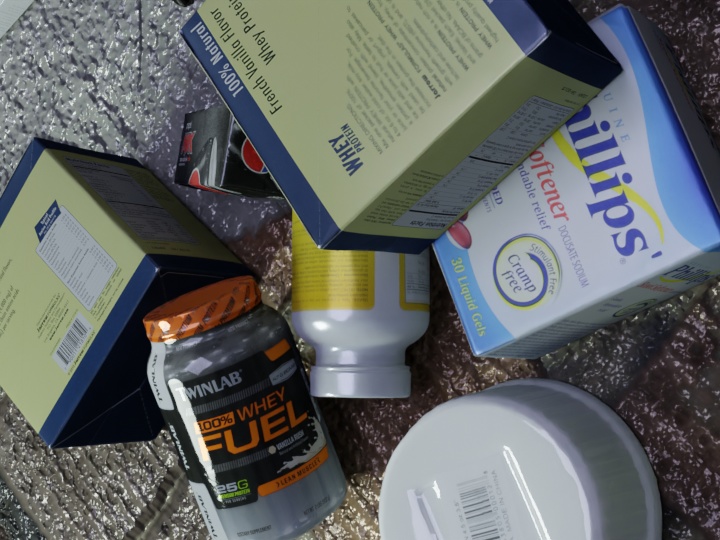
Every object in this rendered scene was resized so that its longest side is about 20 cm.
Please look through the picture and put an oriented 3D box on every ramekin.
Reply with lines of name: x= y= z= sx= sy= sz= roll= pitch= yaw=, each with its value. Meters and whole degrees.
ramekin: x=0.110 y=0.180 z=0.829 sx=0.200 sy=0.098 sz=0.202 roll=-3 pitch=85 yaw=33

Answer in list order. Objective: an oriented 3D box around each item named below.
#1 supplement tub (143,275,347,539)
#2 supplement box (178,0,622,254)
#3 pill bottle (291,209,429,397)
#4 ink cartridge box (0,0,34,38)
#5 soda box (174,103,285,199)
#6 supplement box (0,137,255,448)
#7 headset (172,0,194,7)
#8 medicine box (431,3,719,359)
supplement tub: x=-0.097 y=0.114 z=0.920 sx=0.122 sy=0.122 sz=0.201 roll=-14 pitch=102 yaw=32
supplement box: x=0.024 y=-0.148 z=0.762 sx=0.200 sy=0.134 sz=0.200 roll=-43 pitch=68 yaw=24
pill bottle: x=0.000 y=0.000 z=0.907 sx=0.112 sy=0.112 sz=0.201 roll=-3 pitch=84 yaw=33
ink cartridge box: x=-0.413 y=-0.312 z=1.249 sx=0.200 sy=0.039 sz=0.100 roll=-37 pitch=68 yaw=24
soda box: x=-0.105 y=-0.099 z=0.953 sx=0.200 sy=0.063 sz=0.071 roll=-167 pitch=87 yaw=-70
supplement box: x=-0.245 y=0.021 z=1.044 sx=0.200 sy=0.134 sz=0.200 roll=43 pitch=108 yaw=28
headset: x=-0.119 y=-0.330 z=1.017 sx=0.123 sy=0.094 sz=0.201 roll=33 pitch=93 yaw=38
medicine box: x=0.154 y=-0.056 z=0.816 sx=0.200 sy=0.103 sz=0.183 roll=-29 pitch=71 yaw=29
